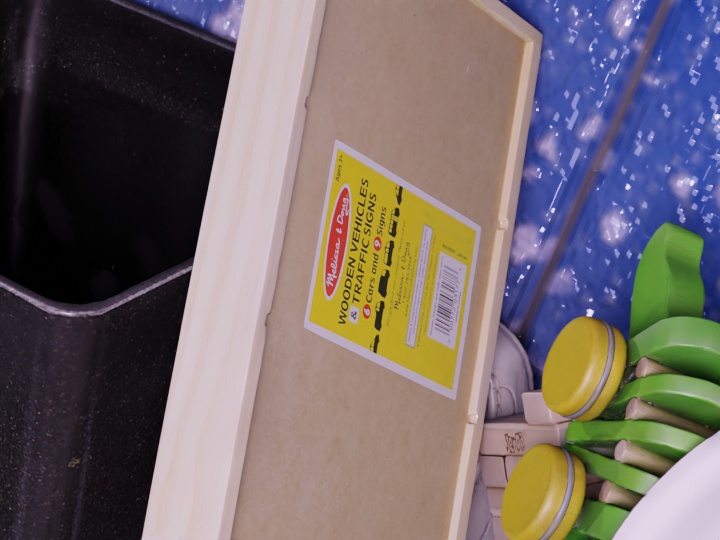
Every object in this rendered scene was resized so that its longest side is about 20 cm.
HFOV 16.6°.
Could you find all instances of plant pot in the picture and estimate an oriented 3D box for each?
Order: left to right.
[{"bbox_3d":[-0.109,0.027,0.824,0.199,0.199,0.179,23,120,29],"label":"plant pot"}]

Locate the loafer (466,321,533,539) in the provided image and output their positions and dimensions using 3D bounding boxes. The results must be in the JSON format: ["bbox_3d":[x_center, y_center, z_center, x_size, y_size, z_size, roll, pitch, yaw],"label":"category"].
[{"bbox_3d":[-0.004,0.103,0.825,0.070,0.070,0.201,34,113,25],"label":"loafer"}]

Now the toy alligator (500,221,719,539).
[{"bbox_3d":[0.075,0.081,0.708,0.054,0.059,0.201,-9,61,67],"label":"toy alligator"}]

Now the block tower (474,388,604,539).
[{"bbox_3d":[0.086,0.132,0.770,0.058,0.054,0.202,-6,94,64],"label":"block tower"}]

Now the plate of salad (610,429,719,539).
[{"bbox_3d":[0.152,0.129,0.666,0.198,0.048,0.202,-1,76,3],"label":"plate of salad"}]

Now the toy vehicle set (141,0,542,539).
[{"bbox_3d":[0.000,0.000,0.737,0.026,0.124,0.201,0,72,35],"label":"toy vehicle set"}]
